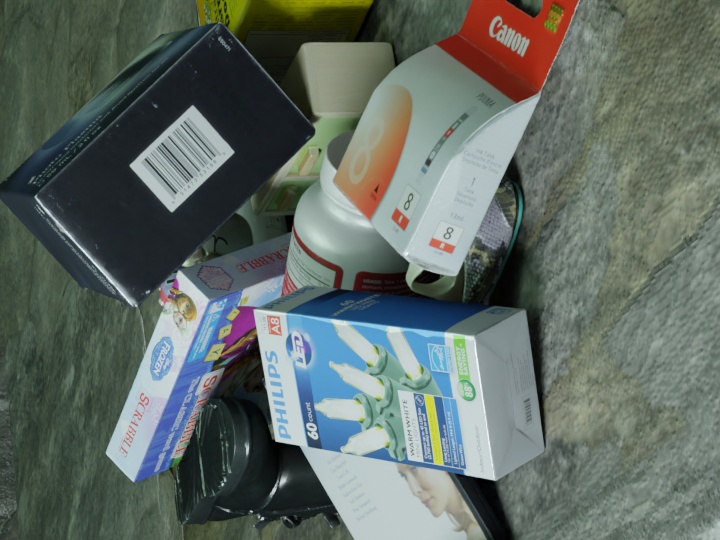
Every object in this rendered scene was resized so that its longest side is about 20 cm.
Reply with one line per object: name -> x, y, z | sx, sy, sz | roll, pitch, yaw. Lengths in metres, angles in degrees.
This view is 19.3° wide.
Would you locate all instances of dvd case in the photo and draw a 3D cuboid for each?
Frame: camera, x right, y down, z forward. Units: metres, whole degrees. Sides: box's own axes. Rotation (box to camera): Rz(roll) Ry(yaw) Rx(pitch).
dvd case -> 0.014, 0.134, 1.536 | 0.200, 0.018, 0.143 | 59, 140, 9

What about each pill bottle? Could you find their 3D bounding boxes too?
pill bottle -> 0.000, 0.000, 1.590 | 0.112, 0.112, 0.201 | -115, 29, -50

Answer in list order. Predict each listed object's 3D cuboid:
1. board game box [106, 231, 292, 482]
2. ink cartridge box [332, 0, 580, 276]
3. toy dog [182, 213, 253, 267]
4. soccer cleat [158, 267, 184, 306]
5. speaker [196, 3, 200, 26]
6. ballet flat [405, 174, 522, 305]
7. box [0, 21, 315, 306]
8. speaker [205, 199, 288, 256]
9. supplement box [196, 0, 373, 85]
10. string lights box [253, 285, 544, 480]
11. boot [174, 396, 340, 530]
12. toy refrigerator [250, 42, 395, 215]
board game box -> -0.095, 0.061, 1.713 | 0.041, 0.199, 0.200 | 43, 129, 23
ink cartridge box -> 0.060, -0.115, 1.401 | 0.201, 0.050, 0.162 | -68, 24, 13
toy dog -> -0.116, 0.047, 1.846 | 0.132, 0.200, 0.096 | -3, 44, 36
soccer cleat -> -0.157, 0.032, 2.177 | 0.077, 0.067, 0.200 | -54, 23, 11
speaker -> -0.111, -0.258, 1.931 | 0.081, 0.081, 0.201 | 137, 129, -66
ballet flat -> 0.061, 0.021, 1.477 | 0.072, 0.072, 0.201 | -118, 31, -53
box -> -0.168, -0.086, 1.679 | 0.123, 0.200, 0.198 | 48, 168, -14
speaker -> -0.111, -0.059, 1.975 | 0.081, 0.081, 0.201 | 114, 148, -53
supplement box -> -0.060, -0.243, 1.752 | 0.200, 0.108, 0.110 | 121, 142, -59
string lights box -> 0.024, 0.073, 1.441 | 0.200, 0.059, 0.103 | 5, 111, 42
boot -> -0.053, 0.152, 1.685 | 0.198, 0.162, 0.074 | 122, 142, -59
toy refrigerator -> -0.033, -0.110, 1.738 | 0.200, 0.076, 0.070 | 128, 136, -62
